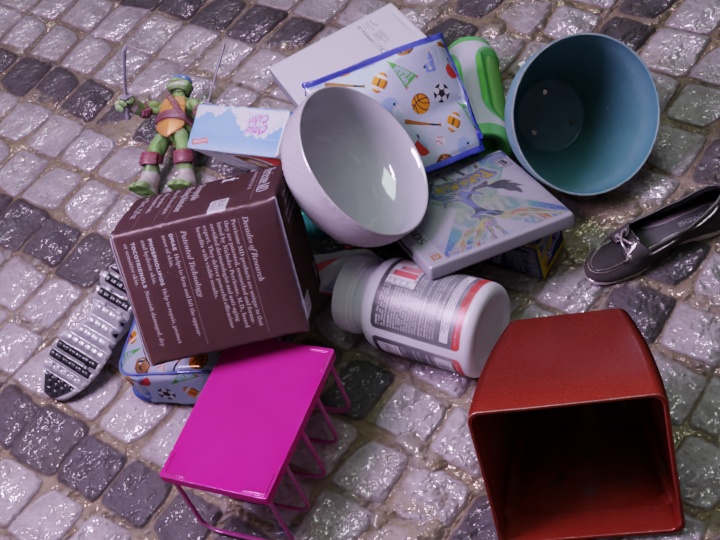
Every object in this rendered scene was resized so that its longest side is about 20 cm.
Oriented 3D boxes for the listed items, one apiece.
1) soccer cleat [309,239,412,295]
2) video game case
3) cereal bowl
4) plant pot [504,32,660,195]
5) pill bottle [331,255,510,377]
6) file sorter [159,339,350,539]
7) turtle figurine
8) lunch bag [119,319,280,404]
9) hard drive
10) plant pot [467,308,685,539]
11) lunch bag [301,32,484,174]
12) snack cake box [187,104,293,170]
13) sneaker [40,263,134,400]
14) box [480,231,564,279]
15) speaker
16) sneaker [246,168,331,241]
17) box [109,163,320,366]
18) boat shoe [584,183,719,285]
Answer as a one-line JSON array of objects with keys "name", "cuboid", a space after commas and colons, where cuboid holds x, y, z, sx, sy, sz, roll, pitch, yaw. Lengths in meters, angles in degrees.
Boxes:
[{"name": "soccer cleat", "cuboid": [0.000, 0.000, 1.696, 0.197, 0.074, 0.068, -2, 18, -3]}, {"name": "video game case", "cuboid": [0.133, -0.073, 1.622, 0.198, 0.022, 0.182, -20, 37, -16]}, {"name": "cereal bowl", "cuboid": [-0.018, -0.113, 1.566, 0.083, 0.199, 0.202, -36, 35, 41]}, {"name": "plant pot", "cuboid": [0.269, -0.202, 1.700, 0.199, 0.201, 0.135, -30, 12, -8]}, {"name": "pill bottle", "cuboid": [0.071, 0.049, 1.584, 0.198, 0.116, 0.116, 16, 57, 29]}, {"name": "file sorter", "cuboid": [-0.111, 0.198, 1.514, 0.138, 0.126, 0.201, 7, 52, 25]}, {"name": "turtle figurine", "cuboid": [-0.286, -0.216, 1.897, 0.142, 0.200, 0.196, 7, 73, -15]}, {"name": "lunch bag", "cuboid": [-0.200, 0.090, 1.675, 0.198, 0.076, 0.161, -1, 49, 19]}, {"name": "hard drive", "cuboid": [-0.016, -0.291, 1.806, 0.199, 0.026, 0.132, -29, 41, -6]}, {"name": "plant pot", "cuboid": [0.232, 0.153, 1.401, 0.198, 0.201, 0.177, -7, 38, 14]}, {"name": "lunch bag", "cuboid": [0.045, -0.195, 1.699, 0.198, 0.172, 0.124, -22, 4, 1]}, {"name": "snack cake box", "cuboid": [-0.131, -0.178, 1.807, 0.199, 0.114, 0.068, 11, 83, 45]}, {"name": "sneaker", "cuboid": [-0.346, 0.087, 1.735, 0.075, 0.081, 0.201, 35, 86, 7]}, {"name": "box", "cuboid": [0.155, -0.054, 1.677, 0.198, 0.065, 0.070, 16, 56, 29]}, {"name": "speaker", "cuboid": [0.161, -0.232, 1.811, 0.087, 0.089, 0.201, -12, 48, 9]}, {"name": "sneaker", "cuboid": [-0.086, -0.094, 1.786, 0.119, 0.084, 0.200, -12, 31, -10]}, {"name": "box", "cuboid": [-0.165, -0.010, 1.544, 0.198, 0.166, 0.166, -13, 17, 6]}, {"name": "boat shoe", "cuboid": [0.361, -0.050, 1.606, 0.198, 0.057, 0.067, -24, 47, -2]}]
